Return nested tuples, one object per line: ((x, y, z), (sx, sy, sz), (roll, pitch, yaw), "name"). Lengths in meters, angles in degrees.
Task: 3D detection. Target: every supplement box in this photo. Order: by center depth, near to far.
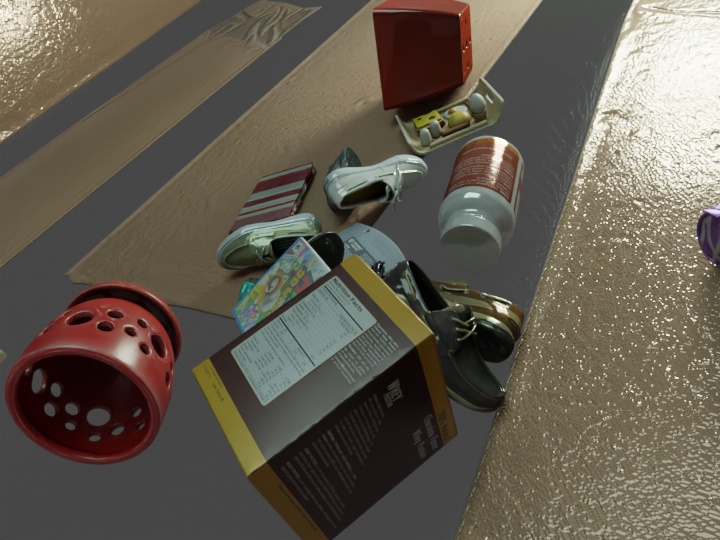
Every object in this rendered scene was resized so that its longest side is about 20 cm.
((-0.025, 0.137, 0.597), (0.198, 0.200, 0.133), (-35, 48, -13), "supplement box")

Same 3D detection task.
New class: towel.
((-0.176, -0.146, 1.198), (0.140, 0.023, 0.202), (-10, 37, 23), "towel")

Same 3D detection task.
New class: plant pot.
((-0.356, 0.134, 0.819), (0.196, 0.204, 0.184), (-19, 29, 7), "plant pot")
((0.144, -0.476, 1.254), (0.171, 0.205, 0.201), (3, 32, 20), "plant pot")

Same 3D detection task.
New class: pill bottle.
((0.174, -0.096, 0.852), (0.109, 0.114, 0.202), (-3, 41, 26), "pill bottle")

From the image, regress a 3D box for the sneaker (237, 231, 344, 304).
((-0.113, 0.023, 0.881), (0.201, 0.084, 0.120), (-51, 28, -21), "sneaker")

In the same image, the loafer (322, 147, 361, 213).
((-0.040, -0.160, 1.107), (0.062, 0.072, 0.202), (-29, 27, 26), "loafer")

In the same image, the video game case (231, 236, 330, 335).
((-0.088, 0.049, 0.735), (0.143, 0.018, 0.200), (-46, 35, 1), "video game case")

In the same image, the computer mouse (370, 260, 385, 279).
((-0.037, 0.081, 0.771), (0.199, 0.053, 0.140), (-35, 17, 37), "computer mouse")

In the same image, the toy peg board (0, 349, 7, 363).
((-0.812, 0.199, 1.087), (0.195, 0.099, 0.201), (-1, 43, 29), "toy peg board")

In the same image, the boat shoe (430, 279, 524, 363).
((0.116, 0.051, 0.749), (0.197, 0.077, 0.074), (21, 50, 35), "boat shoe")

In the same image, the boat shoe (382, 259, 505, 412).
((0.092, 0.070, 0.663), (0.200, 0.074, 0.074), (47, 29, 18), "boat shoe")

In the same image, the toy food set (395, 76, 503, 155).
((0.172, -0.314, 1.162), (0.195, 0.061, 0.145), (-21, 37, 5), "toy food set")

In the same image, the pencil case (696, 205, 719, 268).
((0.484, -0.077, 0.669), (0.197, 0.087, 0.084), (-32, 35, -7), "pencil case")

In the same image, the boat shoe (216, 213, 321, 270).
((-0.160, -0.045, 1.023), (0.195, 0.073, 0.063), (-21, 34, 2), "boat shoe")

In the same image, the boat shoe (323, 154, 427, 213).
((0.041, -0.140, 0.999), (0.197, 0.076, 0.087), (-12, 51, -27), "boat shoe")

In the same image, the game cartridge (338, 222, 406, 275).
((0.000, 0.000, 0.904), (0.131, 0.042, 0.200), (-27, 36, -10), "game cartridge")
